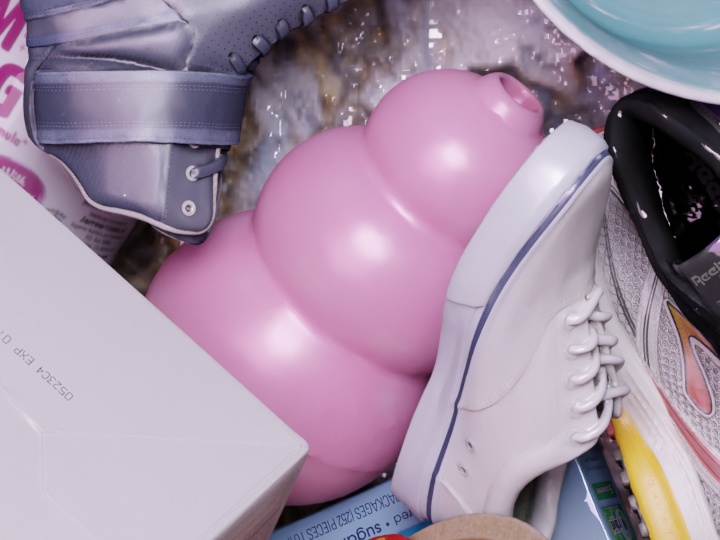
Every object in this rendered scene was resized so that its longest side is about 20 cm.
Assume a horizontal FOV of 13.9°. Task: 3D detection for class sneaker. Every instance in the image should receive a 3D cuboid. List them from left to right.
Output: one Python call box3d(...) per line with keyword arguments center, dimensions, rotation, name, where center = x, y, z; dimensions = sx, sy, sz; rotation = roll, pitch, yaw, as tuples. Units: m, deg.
box3d(center=(-0.035, -0.085, 1.151), dimensions=(0.202, 0.077, 0.146), rotation=(-3, 93, -8), name="sneaker")
box3d(center=(0.070, 0.031, 1.109), dimensions=(0.071, 0.073, 0.200), rotation=(32, 137, 17), name="sneaker")
box3d(center=(0.132, 0.036, 1.170), dimensions=(0.082, 0.078, 0.200), rotation=(-22, 87, 9), name="sneaker")
box3d(center=(0.148, 0.020, 1.072), dimensions=(0.076, 0.088, 0.200), rotation=(-40, 67, 20), name="sneaker")

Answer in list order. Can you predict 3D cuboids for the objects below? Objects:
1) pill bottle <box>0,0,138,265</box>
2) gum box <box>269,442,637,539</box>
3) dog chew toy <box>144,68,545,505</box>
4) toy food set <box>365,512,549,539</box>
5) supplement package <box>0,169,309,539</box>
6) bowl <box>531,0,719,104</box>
box3d(center=(-0.113, -0.098, 1.237), dimensions=(0.113, 0.113, 0.200), rotation=(35, 100, 18), name="pill bottle")
box3d(center=(0.049, 0.179, 1.205), dimensions=(0.170, 0.045, 0.200), rotation=(-24, 81, 18), name="gum box")
box3d(center=(0.000, 0.000, 1.177), dimensions=(0.125, 0.124, 0.200), rotation=(48, 114, 15), name="dog chew toy")
box3d(center=(0.012, 0.179, 1.083), dimensions=(0.198, 0.049, 0.200), rotation=(-61, 31, -2), name="toy food set")
box3d(center=(-0.154, 0.096, 1.155), dimensions=(0.191, 0.147, 0.200), rotation=(42, 146, 13), name="supplement package")
box3d(center=(0.128, -0.154, 1.106), dimensions=(0.200, 0.105, 0.201), rotation=(1, 85, -9), name="bowl")
